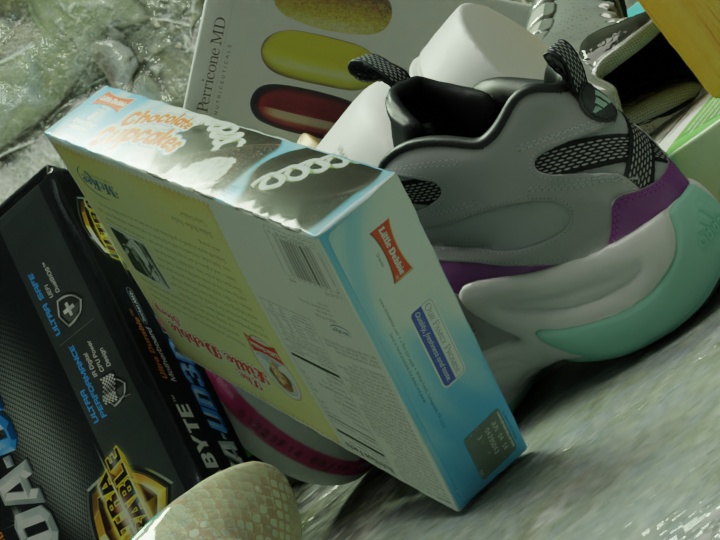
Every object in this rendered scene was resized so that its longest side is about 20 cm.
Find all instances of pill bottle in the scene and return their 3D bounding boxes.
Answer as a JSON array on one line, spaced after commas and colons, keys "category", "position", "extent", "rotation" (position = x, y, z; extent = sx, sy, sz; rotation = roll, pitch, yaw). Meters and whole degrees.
[{"category": "pill bottle", "position": [0.018, -0.010, 0.713], "extent": [0.200, 0.113, 0.113], "rotation": [-49, -3, 24]}]

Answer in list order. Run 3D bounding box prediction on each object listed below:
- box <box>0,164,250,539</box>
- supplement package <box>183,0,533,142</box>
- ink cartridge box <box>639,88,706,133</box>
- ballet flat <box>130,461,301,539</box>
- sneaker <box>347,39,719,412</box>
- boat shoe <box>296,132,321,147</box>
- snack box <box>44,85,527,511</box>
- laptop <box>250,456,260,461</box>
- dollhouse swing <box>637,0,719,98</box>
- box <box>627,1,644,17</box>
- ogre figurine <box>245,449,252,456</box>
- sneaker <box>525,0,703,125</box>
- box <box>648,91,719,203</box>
[{"category": "box", "position": [-0.136, 0.081, 0.709], "extent": [0.159, 0.201, 0.046], "rotation": [-37, -21, 21]}, {"category": "supplement package", "position": [0.007, -0.124, 0.992], "extent": [0.110, 0.198, 0.115], "rotation": [-28, -49, -79]}, {"category": "ink cartridge box", "position": [0.102, -0.030, 0.969], "extent": [0.176, 0.045, 0.200], "rotation": [-37, -1, -41]}, {"category": "ballet flat", "position": [-0.069, 0.135, 0.481], "extent": [0.062, 0.068, 0.200], "rotation": [5, 40, 45]}, {"category": "sneaker", "position": [0.032, -0.016, 0.606], "extent": [0.200, 0.140, 0.078], "rotation": [-36, 3, 42]}, {"category": "boat shoe", "position": [-0.025, -0.016, 0.983], "extent": [0.069, 0.074, 0.200], "rotation": [-48, -20, -8]}, {"category": "snack box", "position": [-0.033, 0.003, 0.584], "extent": [0.037, 0.117, 0.199], "rotation": [-39, 32, -20]}, {"category": "laptop", "position": [-0.058, 0.030, 1.045], "extent": [0.102, 0.202, 0.177], "rotation": [-14, 7, 16]}, {"category": "dollhouse swing", "position": [0.223, -0.190, 0.675], "extent": [0.199, 0.182, 0.176], "rotation": [-30, -11, -30]}, {"category": "box", "position": [0.178, -0.117, 1.024], "extent": [0.082, 0.050, 0.200], "rotation": [11, -30, -31]}, {"category": "ogre figurine", "position": [-0.031, 0.052, 0.921], "extent": [0.119, 0.099, 0.199], "rotation": [-28, 3, -37]}, {"category": "sneaker", "position": [0.139, -0.111, 0.846], "extent": [0.115, 0.075, 0.200], "rotation": [-14, 23, 32]}, {"category": "box", "position": [0.130, -0.032, 0.779], "extent": [0.200, 0.036, 0.144], "rotation": [-39, 1, 34]}]
